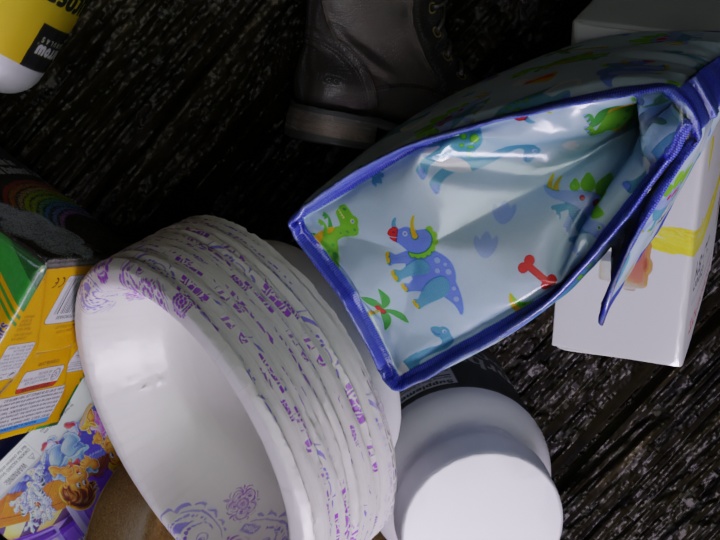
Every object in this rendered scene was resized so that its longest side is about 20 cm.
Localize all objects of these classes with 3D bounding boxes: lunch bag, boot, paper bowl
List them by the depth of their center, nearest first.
[{"bbox_3d":[0.095,-0.047,0.675,0.199,0.170,0.128,-33,94,29],"label":"lunch bag"},{"bbox_3d":[-0.057,0.065,0.729,0.104,0.200,0.202,-31,114,-31],"label":"paper bowl"},{"bbox_3d":[0.043,-0.159,0.829,0.198,0.069,0.176,4,100,-18],"label":"boot"}]

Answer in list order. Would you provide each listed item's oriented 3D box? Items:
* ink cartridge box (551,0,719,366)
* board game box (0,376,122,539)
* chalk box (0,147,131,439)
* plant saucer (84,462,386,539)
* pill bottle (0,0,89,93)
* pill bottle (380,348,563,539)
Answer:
[{"bbox_3d":[0.174,-0.065,0.820,0.083,0.145,0.202,10,117,18],"label":"ink cartridge box"},{"bbox_3d":[-0.137,0.110,0.875,0.200,0.045,0.135,-46,111,-6],"label":"board game box"},{"bbox_3d":[-0.248,-0.009,0.779,0.199,0.125,0.125,34,102,15],"label":"chalk box"},{"bbox_3d":[-0.065,0.177,0.815,0.198,0.035,0.202,9,65,-20],"label":"plant saucer"},{"bbox_3d":[-0.201,-0.173,0.749,0.112,0.112,0.201,31,96,-18],"label":"pill bottle"},{"bbox_3d":[0.053,0.112,0.847,0.115,0.200,0.117,-3,110,-9],"label":"pill bottle"}]
